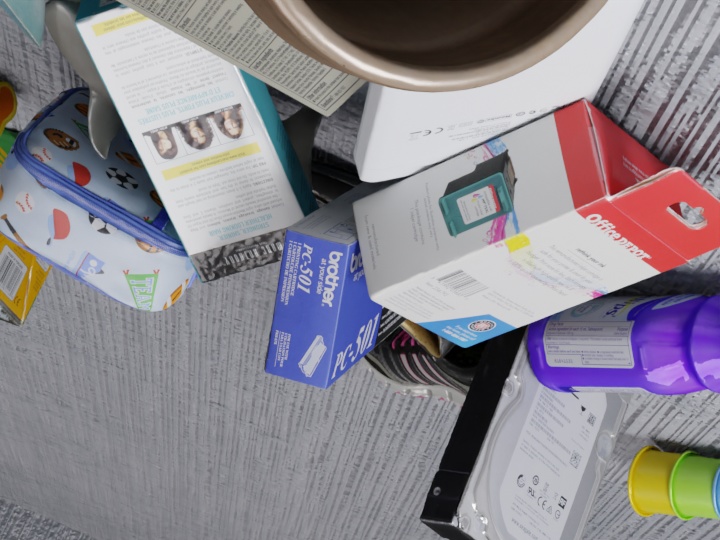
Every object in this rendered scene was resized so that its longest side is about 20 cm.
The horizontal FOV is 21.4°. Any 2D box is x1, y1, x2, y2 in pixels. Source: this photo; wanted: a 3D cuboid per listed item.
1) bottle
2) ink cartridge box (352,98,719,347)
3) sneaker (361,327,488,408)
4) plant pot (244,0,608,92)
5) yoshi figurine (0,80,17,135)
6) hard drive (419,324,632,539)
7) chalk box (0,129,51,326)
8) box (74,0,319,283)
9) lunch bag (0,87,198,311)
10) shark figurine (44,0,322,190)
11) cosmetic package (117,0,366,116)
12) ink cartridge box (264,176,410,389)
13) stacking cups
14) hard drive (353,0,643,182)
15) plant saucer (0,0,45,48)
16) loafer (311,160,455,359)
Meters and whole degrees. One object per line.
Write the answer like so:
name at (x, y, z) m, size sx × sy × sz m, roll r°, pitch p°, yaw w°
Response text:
bottle at (0.205, 0.049, 1.280) m, size 0.083 × 0.065 × 0.200 m, roll -16°, pitch -172°, yaw -38°
ink cartridge box at (0.111, -0.030, 1.109) m, size 0.200 × 0.067 × 0.116 m, roll -23°, pitch 152°, yaw 25°
sneaker at (0.067, 0.055, 1.469) m, size 0.200 × 0.074 × 0.088 m, roll 22°, pitch 142°, yaw 46°
plant pot at (0.002, -0.187, 0.805) m, size 0.200 × 0.200 × 0.175 m, roll 36°, pitch 176°, yaw -30°
yoshi figurine at (-0.365, -0.140, 1.465) m, size 0.200 × 0.113 × 0.112 m, roll -5°, pitch -171°, yaw 28°
hard drive at (0.128, 0.121, 1.374) m, size 0.038 × 0.200 × 0.140 m, roll 0°, pitch 149°, yaw 44°
chalk box at (-0.359, -0.056, 1.588) m, size 0.200 × 0.124 × 0.125 m, roll 18°, pitch 160°, yaw 19°
box at (-0.096, -0.091, 1.168) m, size 0.082 × 0.049 × 0.200 m, roll -15°, pitch 124°, yaw 12°
lunch bag at (-0.161, -0.053, 1.316) m, size 0.160 × 0.076 × 0.200 m, roll 28°, pitch -158°, yaw -2°
shark figurine at (-0.131, -0.105, 1.247) m, size 0.214 × 0.090 × 0.128 m, roll 28°, pitch 174°, yaw -23°
cosmetic package at (-0.074, -0.174, 1.042) m, size 0.200 × 0.071 × 0.105 m, roll 29°, pitch 158°, yaw -14°
ink cartridge box at (0.000, 0.000, 1.211) m, size 0.044 × 0.094 × 0.200 m, roll 15°, pitch -161°, yaw 16°
stacking cups at (0.312, 0.182, 1.524) m, size 0.200 × 0.061 × 0.061 m, roll 5°, pitch 153°, yaw 41°
hard drive at (0.070, -0.106, 1.022) m, size 0.132 × 0.027 × 0.200 m, roll -11°, pitch 163°, yaw -9°
plant saucer at (-0.236, -0.216, 1.091) m, size 0.201 × 0.039 × 0.201 m, roll 50°, pitch 176°, yaw 5°
loafer at (0.008, -0.011, 1.360) m, size 0.200 × 0.072 × 0.073 m, roll 32°, pitch 159°, yaw -20°
